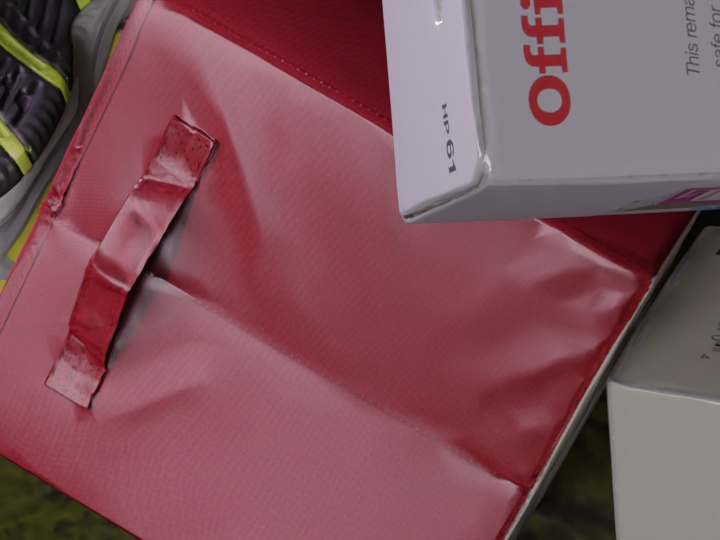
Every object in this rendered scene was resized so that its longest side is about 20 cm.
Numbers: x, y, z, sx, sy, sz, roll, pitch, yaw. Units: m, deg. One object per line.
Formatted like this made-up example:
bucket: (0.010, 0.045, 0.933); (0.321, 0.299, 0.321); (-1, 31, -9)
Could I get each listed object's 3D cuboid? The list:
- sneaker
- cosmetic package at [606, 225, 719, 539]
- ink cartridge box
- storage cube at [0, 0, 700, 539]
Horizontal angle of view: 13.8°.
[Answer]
sneaker: (-0.104, -0.076, 1.031); (0.075, 0.200, 0.077); (13, 143, 21)
cosmetic package: (0.140, 0.099, 0.970); (0.087, 0.103, 0.201); (9, 125, 22)
ink cartridge box: (0.107, -0.093, 0.857); (0.199, 0.085, 0.145); (-3, 84, -18)
storage cube: (0.000, 0.000, 0.990); (0.179, 0.200, 0.171); (31, 112, 7)
